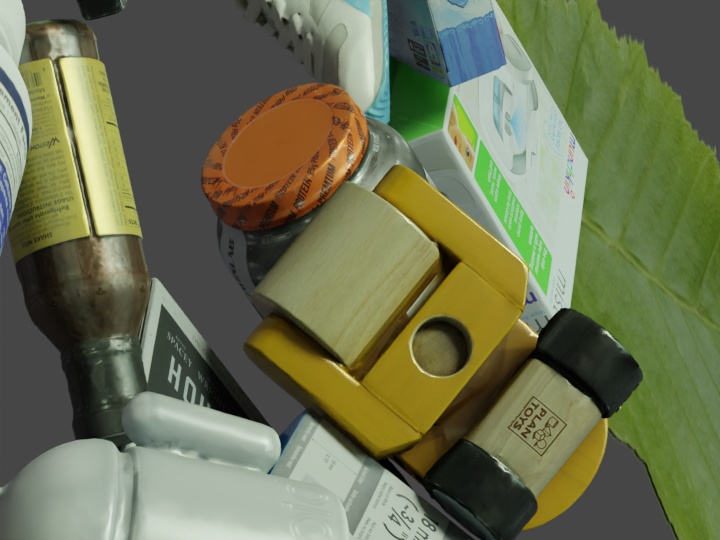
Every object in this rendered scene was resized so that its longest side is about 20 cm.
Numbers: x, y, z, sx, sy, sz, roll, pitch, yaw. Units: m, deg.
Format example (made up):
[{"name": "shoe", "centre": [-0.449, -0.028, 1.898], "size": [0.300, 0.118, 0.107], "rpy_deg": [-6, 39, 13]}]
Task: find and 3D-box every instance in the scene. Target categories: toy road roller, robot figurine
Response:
[{"name": "toy road roller", "centre": [0.038, 0.054, 1.404], "size": [0.200, 0.123, 0.146], "rpy_deg": [40, -12, 0]}, {"name": "robot figurine", "centre": [-0.080, 0.137, 1.156], "size": [0.199, 0.113, 0.170], "rpy_deg": [12, 62, -13]}]

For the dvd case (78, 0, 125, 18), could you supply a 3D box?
[{"name": "dvd case", "centre": [-0.143, -0.232, 1.303], "size": [0.200, 0.025, 0.151], "rpy_deg": [-95, 169, -60]}]

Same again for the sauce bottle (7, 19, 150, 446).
[{"name": "sauce bottle", "centre": [-0.136, -0.016, 1.267], "size": [0.065, 0.064, 0.201], "rpy_deg": [12, 64, -64]}]

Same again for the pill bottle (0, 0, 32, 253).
[{"name": "pill bottle", "centre": [-0.196, -0.043, 1.074], "size": [0.120, 0.119, 0.201], "rpy_deg": [55, 28, -35]}]

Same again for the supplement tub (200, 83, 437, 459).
[{"name": "supplement tub", "centre": [0.000, 0.000, 1.491], "size": [0.200, 0.122, 0.123], "rpy_deg": [55, 28, -34]}]

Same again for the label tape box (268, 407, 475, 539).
[{"name": "label tape box", "centre": [0.017, 0.178, 1.305], "size": [0.200, 0.063, 0.144], "rpy_deg": [39, 28, -4]}]

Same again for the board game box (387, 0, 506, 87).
[{"name": "board game box", "centre": [0.011, -0.227, 1.613], "size": [0.200, 0.043, 0.200], "rpy_deg": [37, -33, 65]}]

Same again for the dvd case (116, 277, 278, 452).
[{"name": "dvd case", "centre": [-0.086, 0.124, 1.329], "size": [0.151, 0.025, 0.201], "rpy_deg": [55, 29, -37]}]

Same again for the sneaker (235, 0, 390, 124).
[{"name": "sneaker", "centre": [-0.030, -0.155, 1.558], "size": [0.077, 0.080, 0.201], "rpy_deg": [91, -15, -55]}]

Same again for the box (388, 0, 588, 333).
[{"name": "box", "centre": [0.062, -0.063, 1.718], "size": [0.177, 0.096, 0.200], "rpy_deg": [57, 26, -28]}]

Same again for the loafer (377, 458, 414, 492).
[{"name": "loafer", "centre": [0.014, 0.168, 1.489], "size": [0.201, 0.068, 0.070], "rpy_deg": [60, -10, -22]}]
